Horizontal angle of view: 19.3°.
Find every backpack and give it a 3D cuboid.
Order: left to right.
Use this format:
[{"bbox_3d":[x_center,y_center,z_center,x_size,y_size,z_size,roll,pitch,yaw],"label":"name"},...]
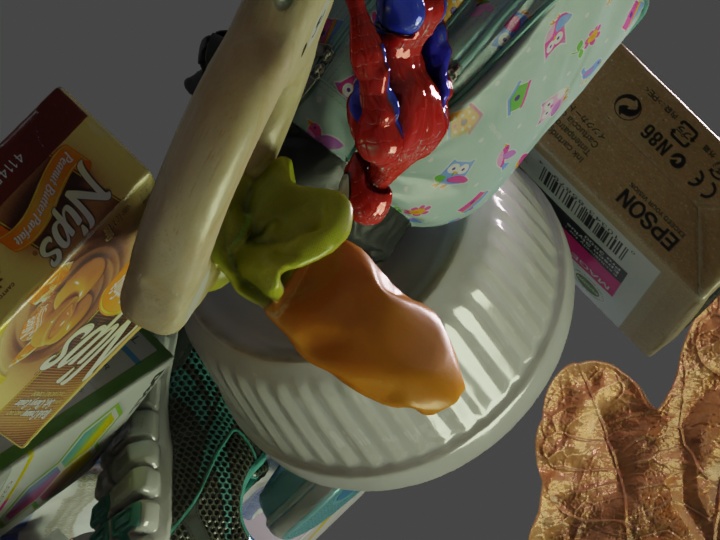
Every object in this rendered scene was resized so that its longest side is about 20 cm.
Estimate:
[{"bbox_3d":[0.031,-0.101,0.949,0.200,0.127,0.167,-49,169,1],"label":"backpack"}]

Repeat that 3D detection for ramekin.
[{"bbox_3d":[0.000,0.000,1.068,0.200,0.200,0.105,-45,144,-5],"label":"ramekin"}]

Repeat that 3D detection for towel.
[{"bbox_3d":[-0.136,0.135,1.245,0.199,0.024,0.147,-5,165,-19],"label":"towel"}]

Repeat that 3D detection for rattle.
[{"bbox_3d":[-0.002,-0.054,0.765,0.130,0.143,0.201,-24,144,-62],"label":"rattle"}]

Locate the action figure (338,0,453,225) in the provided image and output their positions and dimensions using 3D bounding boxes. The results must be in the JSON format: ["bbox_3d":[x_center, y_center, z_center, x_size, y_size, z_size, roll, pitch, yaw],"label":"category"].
[{"bbox_3d":[0.020,-0.112,0.831,0.065,0.051,0.201,-26,130,-60],"label":"action figure"}]

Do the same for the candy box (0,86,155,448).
[{"bbox_3d":[-0.134,0.006,0.881,0.115,0.055,0.200,-46,173,-8],"label":"candy box"}]

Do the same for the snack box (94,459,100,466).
[{"bbox_3d":[-0.091,0.109,1.305,0.199,0.037,0.116,-6,169,-14],"label":"snack box"}]

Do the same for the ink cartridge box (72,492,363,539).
[{"bbox_3d":[-0.094,0.155,1.571,0.200,0.147,0.145,-40,171,-32],"label":"ink cartridge box"}]

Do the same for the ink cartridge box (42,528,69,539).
[{"bbox_3d":[-0.232,0.259,1.258,0.200,0.083,0.147,-42,175,-23],"label":"ink cartridge box"}]

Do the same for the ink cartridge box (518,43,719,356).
[{"bbox_3d":[0.127,-0.058,1.162,0.075,0.200,0.165,-43,171,-11],"label":"ink cartridge box"}]

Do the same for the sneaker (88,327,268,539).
[{"bbox_3d":[-0.092,0.088,1.156,0.078,0.091,0.201,-41,-143,47],"label":"sneaker"}]

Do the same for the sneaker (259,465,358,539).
[{"bbox_3d":[-0.015,0.043,1.188,0.200,0.130,0.080,-49,170,-1],"label":"sneaker"}]

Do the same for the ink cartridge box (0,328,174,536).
[{"bbox_3d":[-0.162,0.073,1.079,0.200,0.059,0.104,-36,168,-52],"label":"ink cartridge box"}]
